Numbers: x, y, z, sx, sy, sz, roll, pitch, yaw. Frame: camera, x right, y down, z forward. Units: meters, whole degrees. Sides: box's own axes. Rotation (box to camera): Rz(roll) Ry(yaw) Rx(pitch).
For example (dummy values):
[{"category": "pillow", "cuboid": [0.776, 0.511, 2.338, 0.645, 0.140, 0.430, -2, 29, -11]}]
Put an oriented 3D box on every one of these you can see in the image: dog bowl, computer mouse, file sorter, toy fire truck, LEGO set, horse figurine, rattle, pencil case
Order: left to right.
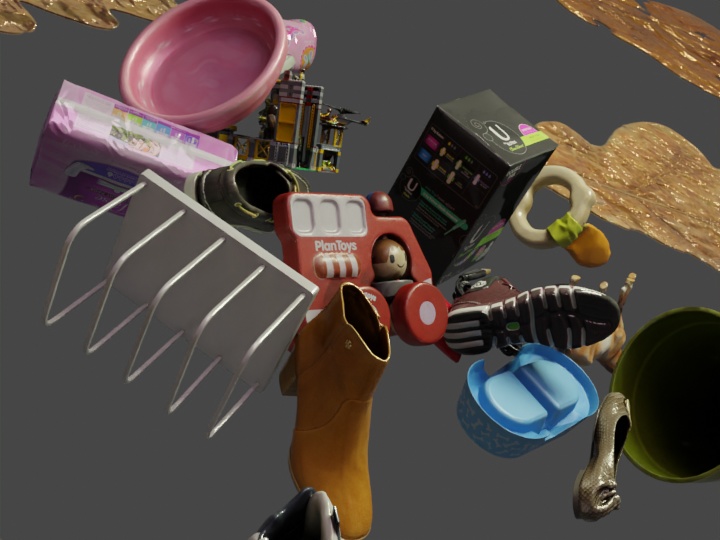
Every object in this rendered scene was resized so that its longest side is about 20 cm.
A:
[{"category": "file sorter", "cuboid": [-0.169, 0.037, 0.930, 0.199, 0.139, 0.125, 34, 36, 6]}, {"category": "pencil case", "cuboid": [-0.153, -0.327, 1.475, 0.199, 0.088, 0.087, -14, 53, -48]}, {"category": "LEGO set", "cuboid": [-0.095, -0.185, 1.224, 0.152, 0.117, 0.199, 11, 6, 30]}, {"category": "toy fire truck", "cuboid": [0.000, 0.000, 1.062, 0.198, 0.111, 0.170, -3, 86, -41]}, {"category": "computer mouse", "cuboid": [0.204, 0.047, 1.300, 0.199, 0.046, 0.141, -17, 52, -41]}, {"category": "dog bowl", "cuboid": [0.185, 0.148, 1.141, 0.199, 0.050, 0.112, -12, 52, -46]}, {"category": "rattle", "cuboid": [0.269, -0.094, 1.513, 0.199, 0.132, 0.142, 23, 10, 41]}, {"category": "horse figurine", "cuboid": [0.292, 0.072, 1.257, 0.199, 0.134, 0.050, -2, 20, -46]}]

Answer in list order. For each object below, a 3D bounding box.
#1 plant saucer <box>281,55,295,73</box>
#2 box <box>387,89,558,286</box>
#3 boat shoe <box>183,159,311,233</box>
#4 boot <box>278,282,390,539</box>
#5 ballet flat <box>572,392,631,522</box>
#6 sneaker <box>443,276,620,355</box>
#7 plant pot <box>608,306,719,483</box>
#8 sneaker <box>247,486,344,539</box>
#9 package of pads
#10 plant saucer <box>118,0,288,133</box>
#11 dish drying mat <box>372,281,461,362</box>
[{"category": "plant saucer", "cuboid": [-0.179, -0.242, 1.249, 0.200, 0.198, 0.051, -48, 122, -56]}, {"category": "box", "cuboid": [0.130, -0.106, 1.293, 0.124, 0.201, 0.148, 41, 34, 17]}, {"category": "boat shoe", "cuboid": [-0.099, -0.078, 1.050, 0.201, 0.060, 0.073, -12, 90, -62]}, {"category": "boot", "cuboid": [-0.012, 0.125, 0.912, 0.070, 0.144, 0.203, 1, 53, -34]}, {"category": "ballet flat", "cuboid": [0.277, 0.204, 1.119, 0.046, 0.068, 0.200, -3, 25, 27]}, {"category": "sneaker", "cuboid": [0.193, 0.035, 1.167, 0.197, 0.077, 0.116, -4, 24, 9]}, {"category": "plant pot", "cuboid": [0.434, 0.167, 1.207, 0.192, 0.201, 0.201, 21, 32, -36]}, {"category": "sneaker", "cuboid": [-0.020, 0.228, 0.799, 0.197, 0.130, 0.080, 7, 40, -32]}, {"category": "package of pads", "cuboid": [-0.242, -0.111, 1.080, 0.198, 0.121, 0.076, 19, 54, -17]}, {"category": "plant saucer", "cuboid": [-0.172, -0.227, 1.141, 0.198, 0.051, 0.202, -9, 54, 13]}, {"category": "dish drying mat", "cuboid": [0.053, 0.018, 1.176, 0.200, 0.018, 0.077, 46, 36, -13]}]
